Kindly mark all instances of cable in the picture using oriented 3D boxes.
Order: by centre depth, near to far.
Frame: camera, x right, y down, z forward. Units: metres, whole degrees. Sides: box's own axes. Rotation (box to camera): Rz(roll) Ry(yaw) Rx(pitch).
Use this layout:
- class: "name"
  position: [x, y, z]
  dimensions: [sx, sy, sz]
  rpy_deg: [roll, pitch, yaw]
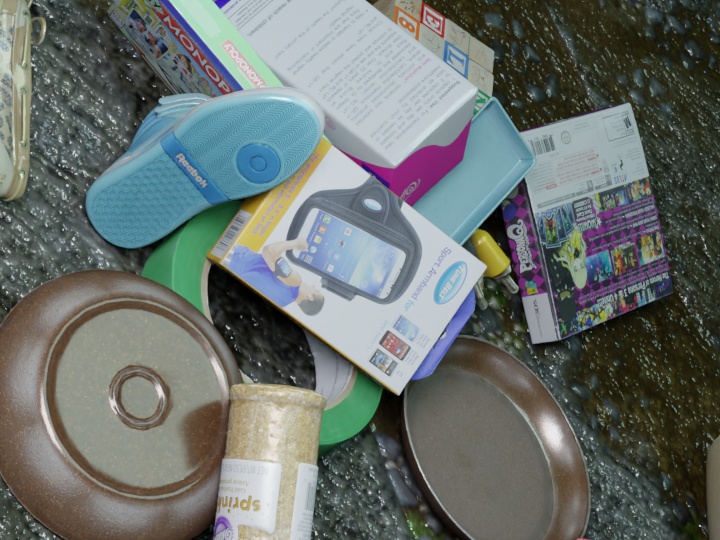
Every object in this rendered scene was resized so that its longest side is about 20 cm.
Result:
- class: "cable"
  position: [0.054, -0.052, 1.804]
  dimensions: [0.050, 0.097, 0.201]
  rpy_deg: [-142, -150, -80]

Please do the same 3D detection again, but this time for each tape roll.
- class: "tape roll"
  position: [-0.072, 0.047, 1.645]
  dimensions: [0.200, 0.048, 0.201]
  rpy_deg: [26, 46, -31]

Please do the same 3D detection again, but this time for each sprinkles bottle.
- class: "sprinkles bottle"
  position: [-0.065, 0.178, 1.478]
  dimensions: [0.068, 0.068, 0.201]
  rpy_deg: [13, 79, -40]

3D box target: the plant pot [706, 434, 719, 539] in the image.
- class: "plant pot"
  position: [0.370, 0.225, 1.892]
  dimensions: [0.187, 0.187, 0.200]
  rpy_deg: [20, 35, -36]

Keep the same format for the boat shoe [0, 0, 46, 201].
- class: "boat shoe"
  position: [-0.264, -0.143, 1.575]
  dimensions: [0.063, 0.073, 0.201]
  rpy_deg: [25, 57, -40]

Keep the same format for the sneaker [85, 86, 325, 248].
- class: "sneaker"
  position: [-0.102, -0.101, 1.612]
  dimensions: [0.080, 0.199, 0.131]
  rpy_deg: [57, 27, -20]

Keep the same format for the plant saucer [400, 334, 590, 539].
- class: "plant saucer"
  position: [0.101, 0.147, 1.765]
  dimensions: [0.200, 0.032, 0.201]
  rpy_deg: [27, 46, -32]

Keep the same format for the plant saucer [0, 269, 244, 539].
- class: "plant saucer"
  position: [-0.155, 0.090, 1.494]
  dimensions: [0.200, 0.037, 0.201]
  rpy_deg: [12, 65, -28]

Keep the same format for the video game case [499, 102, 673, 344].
- class: "video game case"
  position: [0.197, -0.045, 1.959]
  dimensions: [0.200, 0.036, 0.182]
  rpy_deg: [-19, 96, -51]

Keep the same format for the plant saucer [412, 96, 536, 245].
- class: "plant saucer"
  position: [0.061, -0.050, 1.758]
  dimensions: [0.200, 0.019, 0.070]
  rpy_deg: [-47, 114, -26]

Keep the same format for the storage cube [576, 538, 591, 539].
- class: "storage cube"
  position: [0.202, 0.322, 1.582]
  dimensions: [0.170, 0.180, 0.201]
  rpy_deg: [12, 50, -12]

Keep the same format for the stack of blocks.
- class: "stack of blocks"
  position: [0.048, -0.133, 1.894]
  dimensions: [0.115, 0.059, 0.200]
  rpy_deg: [32, 43, -26]

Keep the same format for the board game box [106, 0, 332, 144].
- class: "board game box"
  position: [-0.107, -0.143, 1.686]
  dimensions: [0.029, 0.135, 0.200]
  rpy_deg: [-41, 95, -18]

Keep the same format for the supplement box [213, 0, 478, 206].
- class: "supplement box"
  position: [-0.018, -0.142, 1.713]
  dimensions: [0.200, 0.101, 0.103]
  rpy_deg: [38, 64, 17]

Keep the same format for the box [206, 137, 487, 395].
- class: "box"
  position: [0.000, 0.000, 1.631]
  dimensions: [0.200, 0.041, 0.119]
  rpy_deg: [36, 85, -20]
